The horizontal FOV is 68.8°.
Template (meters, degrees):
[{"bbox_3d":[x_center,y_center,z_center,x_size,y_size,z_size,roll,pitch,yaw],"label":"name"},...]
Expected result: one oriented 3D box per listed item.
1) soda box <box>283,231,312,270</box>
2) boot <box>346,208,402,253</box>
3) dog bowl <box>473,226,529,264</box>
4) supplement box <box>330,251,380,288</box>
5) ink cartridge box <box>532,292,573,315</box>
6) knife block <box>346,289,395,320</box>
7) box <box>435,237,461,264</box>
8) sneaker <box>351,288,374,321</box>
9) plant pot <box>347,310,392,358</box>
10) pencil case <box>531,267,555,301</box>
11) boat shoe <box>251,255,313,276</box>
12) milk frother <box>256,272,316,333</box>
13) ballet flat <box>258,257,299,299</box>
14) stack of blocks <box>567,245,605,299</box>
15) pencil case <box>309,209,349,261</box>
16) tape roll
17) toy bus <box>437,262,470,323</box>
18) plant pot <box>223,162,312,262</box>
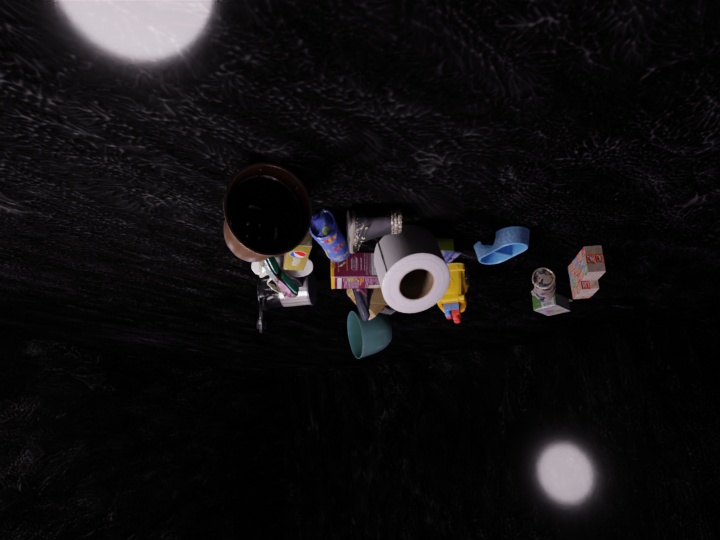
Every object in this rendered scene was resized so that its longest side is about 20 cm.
[{"bbox_3d":[-0.184,-0.064,1.529,0.065,0.067,0.200,3,160,-12],"label":"soda box"},{"bbox_3d":[0.037,-0.105,1.425,0.147,0.076,0.205,-4,160,-1],"label":"boot"},{"bbox_3d":[0.428,-0.071,1.593,0.108,0.052,0.199,8,159,-26],"label":"dog bowl"},{"bbox_3d":[0.000,0.000,1.693,0.191,0.089,0.111,-1,160,-3],"label":"supplement box"},{"bbox_3d":[0.820,0.147,2.231,0.102,0.062,0.196,-19,154,40],"label":"ink cartridge box"},{"bbox_3d":[0.066,0.093,2.027,0.175,0.201,0.064,-44,-177,-31],"label":"knife block"},{"bbox_3d":[0.194,-0.060,1.603,0.192,0.050,0.122,4,160,-14],"label":"box"},{"bbox_3d":[0.017,0.074,1.759,0.079,0.205,0.071,-11,142,-7],"label":"sneaker"},{"bbox_3d":[0.046,0.268,2.305,0.155,0.208,0.201,-8,164,-20],"label":"plant pot"},{"bbox_3d":[0.668,0.053,1.922,0.087,0.080,0.200,-27,156,10],"label":"pencil case"},{"bbox_3d":[-0.247,-0.011,1.676,0.192,0.075,0.069,-7,180,-3],"label":"boat shoe"},{"bbox_3d":[-0.255,0.104,1.774,0.180,0.209,0.181,-6,167,11],"label":"milk frother"},{"bbox_3d":[-0.265,0.014,1.607,0.070,0.070,0.202,-27,119,16],"label":"ballet flat"},{"bbox_3d":[0.753,0.009,1.752,0.056,0.120,0.201,-4,160,6],"label":"stack of blocks"},{"bbox_3d":[-0.083,-0.092,1.440,0.078,0.087,0.200,-44,159,-4],"label":"pencil case"},{"bbox_3d":[0.142,-0.004,1.481,0.194,0.141,0.208,-6,128,-8],"label":"tape roll"},{"bbox_3d":[0.317,0.087,1.813,0.130,0.200,0.200,-8,162,14],"label":"toy bus"},{"bbox_3d":[-0.232,-0.114,1.213,0.193,0.209,0.197,6,167,-23],"label":"plant pot"}]
